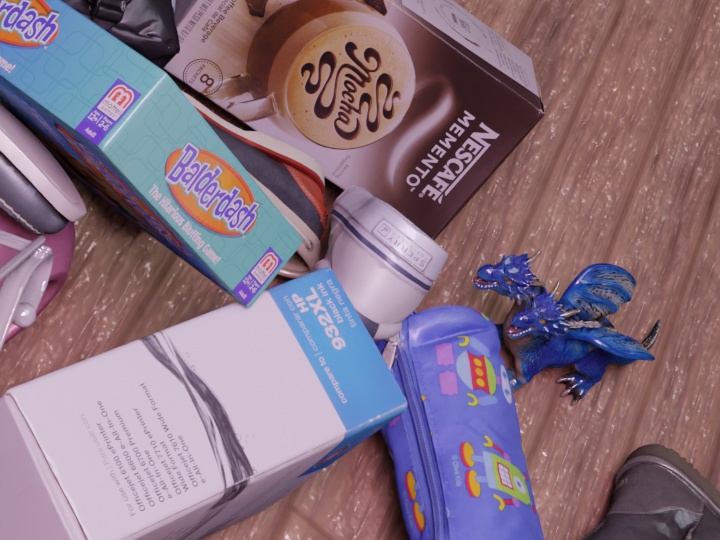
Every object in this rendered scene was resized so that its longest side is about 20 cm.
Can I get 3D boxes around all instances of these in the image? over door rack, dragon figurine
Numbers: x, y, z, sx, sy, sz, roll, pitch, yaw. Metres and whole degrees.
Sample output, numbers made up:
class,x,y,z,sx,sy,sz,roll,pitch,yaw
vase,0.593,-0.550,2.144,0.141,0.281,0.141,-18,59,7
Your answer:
class,x,y,z,sx,sy,sz,roll,pitch,yaw
over door rack,-0.207,-0.004,0.738,0.147,0.200,0.067,19,92,0
dragon figurine,0.137,0.035,1.160,0.199,0.099,0.059,7,62,-35

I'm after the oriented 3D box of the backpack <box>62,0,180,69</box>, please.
class,x,y,z,sx,sy,sz,roll,pitch,yaw
backpack,-0.171,-0.208,1.043,0.162,0.154,0.201,13,72,-21

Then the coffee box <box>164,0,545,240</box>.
class,x,y,z,sx,sy,sz,roll,pitch,yaw
coffee box,-0.006,-0.121,1.116,0.199,0.113,0.080,33,24,-18

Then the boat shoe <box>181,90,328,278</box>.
class,x,y,z,sx,sy,sz,roll,pitch,yaw
boat shoe,-0.102,-0.052,1.047,0.199,0.071,0.063,21,56,-33

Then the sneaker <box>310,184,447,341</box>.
class,x,y,z,sx,sy,sz,roll,pitch,yaw
sneaker,0.000,0.000,1.050,0.073,0.200,0.071,40,90,1

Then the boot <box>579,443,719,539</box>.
class,x,y,z,sx,sy,sz,roll,pitch,yaw
boot,0.177,0.212,1.109,0.181,0.073,0.200,37,40,3

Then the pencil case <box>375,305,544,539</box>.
class,x,y,z,sx,sy,sz,roll,pitch,yaw
pencil case,0.050,0.107,1.039,0.087,0.078,0.201,33,34,-40

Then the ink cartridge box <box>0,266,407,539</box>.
class,x,y,z,sx,sy,sz,roll,pitch,yaw
ink cartridge box,-0.100,0.088,0.910,0.199,0.145,0.084,-21,78,-43

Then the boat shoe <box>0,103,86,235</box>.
class,x,y,z,sx,sy,sz,roll,pitch,yaw
boat shoe,-0.207,-0.073,0.840,0.200,0.062,0.073,40,1,4

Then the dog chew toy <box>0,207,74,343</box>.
class,x,y,z,sx,sy,sz,roll,pitch,yaw
dog chew toy,-0.228,-0.050,0.915,0.200,0.125,0.124,47,45,6

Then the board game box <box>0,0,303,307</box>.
class,x,y,z,sx,sy,sz,roll,pitch,yaw
board game box,-0.132,-0.078,0.880,0.200,0.152,0.045,36,81,32
